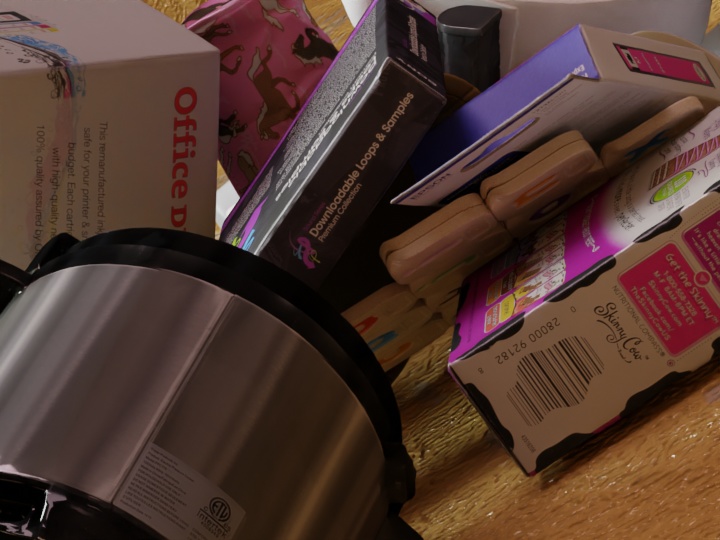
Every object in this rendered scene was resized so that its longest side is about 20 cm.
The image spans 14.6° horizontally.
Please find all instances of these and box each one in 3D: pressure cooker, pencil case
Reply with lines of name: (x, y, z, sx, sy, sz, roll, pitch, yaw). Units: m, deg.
pressure cooker: (-0.076, 0.084, 1.067, 0.178, 0.176, 0.200, -1, 41, 29)
pencil case: (-0.027, -0.054, 1.426, 0.083, 0.200, 0.086, -22, 12, 49)

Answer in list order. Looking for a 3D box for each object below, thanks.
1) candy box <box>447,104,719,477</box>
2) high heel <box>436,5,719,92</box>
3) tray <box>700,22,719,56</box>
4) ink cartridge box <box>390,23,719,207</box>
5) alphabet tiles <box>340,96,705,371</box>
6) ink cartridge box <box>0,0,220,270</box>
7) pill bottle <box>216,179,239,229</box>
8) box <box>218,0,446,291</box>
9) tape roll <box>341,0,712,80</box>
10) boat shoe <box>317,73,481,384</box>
candy box: (0.134, -0.011, 1.137, 0.200, 0.061, 0.136, -35, 9, 13)
high heel: (0.123, -0.044, 1.362, 0.199, 0.143, 0.071, 18, 36, 33)
tray: (0.204, -0.102, 1.391, 0.107, 0.022, 0.200, -40, 12, -20)
ink cartridge box: (0.085, -0.062, 1.197, 0.095, 0.037, 0.200, -35, -13, 22)
alphabet tiles: (0.069, -0.014, 1.237, 0.195, 0.015, 0.200, -33, -14, 5)
ink cartridge box: (-0.185, -0.048, 1.353, 0.199, 0.148, 0.145, -7, 23, -27)
pill bottle: (0.022, -0.062, 1.532, 0.200, 0.114, 0.114, -38, 12, -6)
box: (-0.015, -0.045, 1.230, 0.143, 0.036, 0.200, -55, 7, 13)
tape roll: (0.089, -0.172, 1.471, 0.202, 0.202, 0.071, -47, -26, -41)
boat shoe: (0.000, 0.000, 1.345, 0.200, 0.074, 0.066, -58, 11, -7)
